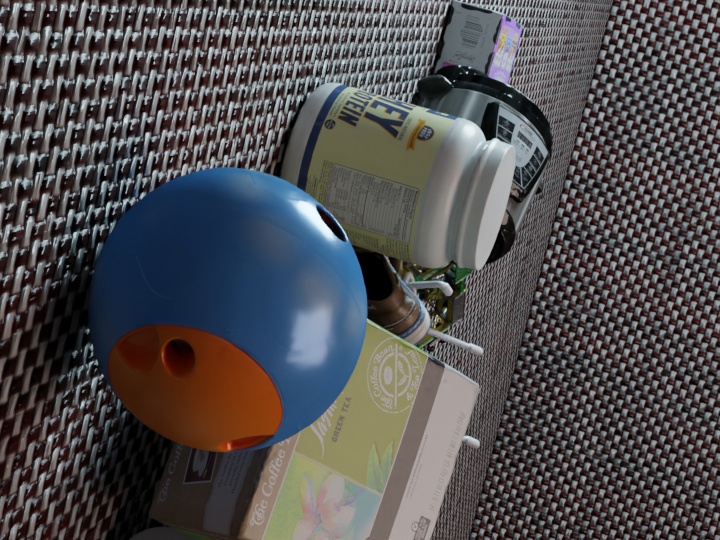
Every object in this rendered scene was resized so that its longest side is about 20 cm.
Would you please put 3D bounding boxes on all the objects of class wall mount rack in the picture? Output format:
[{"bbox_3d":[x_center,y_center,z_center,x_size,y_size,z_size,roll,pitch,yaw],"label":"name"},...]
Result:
[{"bbox_3d":[0.084,0.106,1.873,0.174,0.074,0.202,64,28,-58],"label":"wall mount rack"}]

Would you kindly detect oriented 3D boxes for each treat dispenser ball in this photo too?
[{"bbox_3d":[-0.094,0.029,1.211,0.201,0.199,0.203,17,90,-77],"label":"treat dispenser ball"}]

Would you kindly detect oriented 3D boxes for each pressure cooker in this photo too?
[{"bbox_3d":[0.127,-0.132,1.982,0.177,0.177,0.201,90,23,-59],"label":"pressure cooker"}]

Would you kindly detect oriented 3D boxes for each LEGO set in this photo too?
[{"bbox_3d":[0.057,0.007,2.114,0.153,0.116,0.201,-37,150,-17],"label":"LEGO set"}]

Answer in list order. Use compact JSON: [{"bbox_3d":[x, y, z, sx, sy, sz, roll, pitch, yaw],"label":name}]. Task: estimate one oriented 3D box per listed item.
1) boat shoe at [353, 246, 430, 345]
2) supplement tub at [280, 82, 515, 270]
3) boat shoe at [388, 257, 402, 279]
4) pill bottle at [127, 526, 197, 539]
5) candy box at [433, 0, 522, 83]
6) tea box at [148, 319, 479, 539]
[{"bbox_3d":[0.000,0.000,1.687,0.072,0.200,0.073,-40,131,-11],"label":"boat shoe"},{"bbox_3d":[0.036,-0.087,1.622,0.145,0.198,0.147,17,90,-77],"label":"supplement tub"},{"bbox_3d":[0.020,0.044,1.916,0.076,0.071,0.202,51,37,-52],"label":"boat shoe"},{"bbox_3d":[-0.157,0.296,1.486,0.200,0.108,0.110,79,30,-64],"label":"pill bottle"},{"bbox_3d":[0.139,-0.230,2.165,0.168,0.071,0.202,-9,114,-76],"label":"candy box"},{"bbox_3d":[-0.035,0.146,1.385,0.196,0.133,0.202,29,73,-36],"label":"tea box"}]
